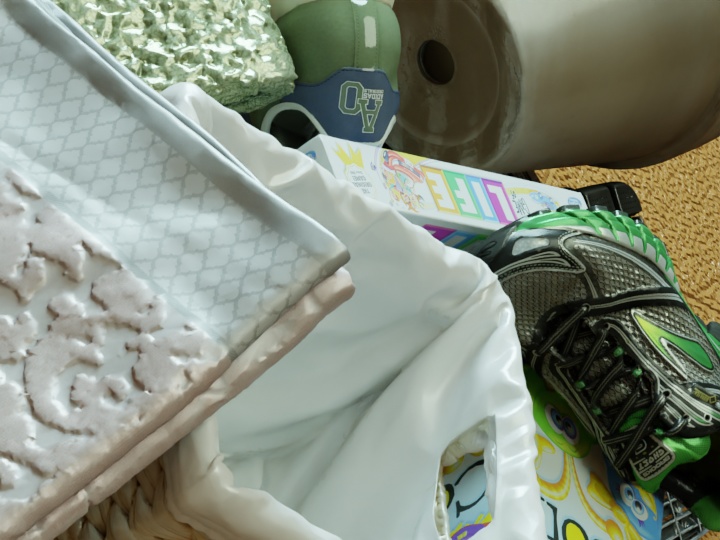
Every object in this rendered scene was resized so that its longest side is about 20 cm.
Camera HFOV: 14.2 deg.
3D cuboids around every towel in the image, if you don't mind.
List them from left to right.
[{"bbox_3d":[-0.132,0.001,1.001,0.200,0.191,0.032,39,-23,32],"label":"towel"},{"bbox_3d":[-0.135,-0.115,1.205,0.200,0.036,0.149,-10,66,-19],"label":"towel"}]

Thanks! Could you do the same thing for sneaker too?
[{"bbox_3d":[-0.032,-0.070,1.296,0.067,0.200,0.090,2,76,-19],"label":"sneaker"},{"bbox_3d":[0.122,0.043,1.268,0.200,0.078,0.085,36,35,-31],"label":"sneaker"}]

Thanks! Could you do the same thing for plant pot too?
[{"bbox_3d":[0.090,-0.130,1.475,0.173,0.200,0.200,-27,84,-45],"label":"plant pot"}]

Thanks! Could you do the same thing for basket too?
[{"bbox_3d":[-0.047,0.076,1.110,0.200,0.161,0.198,31,38,-36],"label":"basket"}]

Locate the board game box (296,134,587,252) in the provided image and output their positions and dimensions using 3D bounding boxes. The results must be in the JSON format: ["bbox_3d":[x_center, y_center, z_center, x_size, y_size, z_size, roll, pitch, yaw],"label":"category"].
[{"bbox_3d":[0.000,0.000,1.285,0.200,0.134,0.034,9,53,-52],"label":"board game box"}]

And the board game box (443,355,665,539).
[{"bbox_3d":[0.063,0.121,1.287,0.103,0.105,0.200,44,30,-20],"label":"board game box"}]

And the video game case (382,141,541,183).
[{"bbox_3d":[0.017,-0.085,1.512,0.200,0.022,0.182,59,29,4],"label":"video game case"}]

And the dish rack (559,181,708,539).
[{"bbox_3d":[0.126,0.051,1.495,0.153,0.054,0.200,-15,85,-59],"label":"dish rack"}]
